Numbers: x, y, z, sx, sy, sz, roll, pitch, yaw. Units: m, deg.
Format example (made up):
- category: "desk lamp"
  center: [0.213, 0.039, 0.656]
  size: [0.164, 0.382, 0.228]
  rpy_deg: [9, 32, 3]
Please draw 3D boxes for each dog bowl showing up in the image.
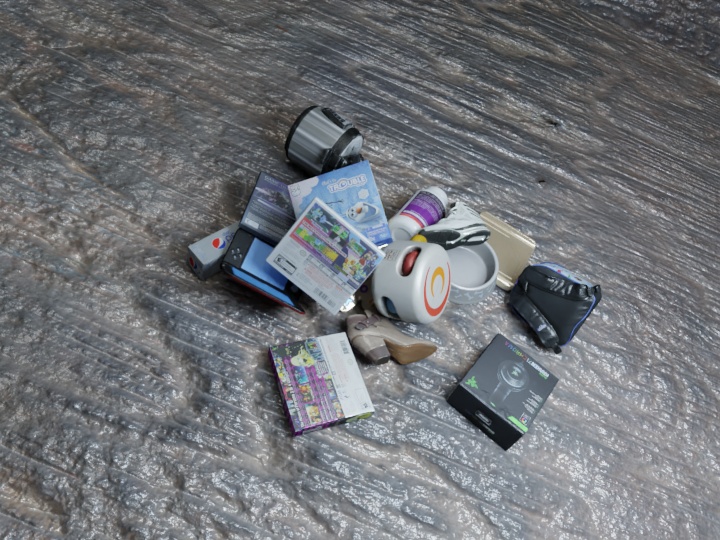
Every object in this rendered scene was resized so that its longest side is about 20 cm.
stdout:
- category: "dog bowl"
  center: [0.267, -0.013, 1.559]
  size: [0.199, 0.059, 0.201]
  rpy_deg: [4, 59, -7]

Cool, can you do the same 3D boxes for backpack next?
- category: "backpack"
  center: [0.483, 0.071, 1.507]
  size: [0.190, 0.201, 0.154]
  rpy_deg: [36, 20, 21]

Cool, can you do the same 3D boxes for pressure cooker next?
- category: "pressure cooker"
  center: [-0.084, -0.331, 1.639]
  size: [0.200, 0.179, 0.176]
  rpy_deg: [34, 64, 11]

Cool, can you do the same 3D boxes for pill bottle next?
- category: "pill bottle"
  center: [0.159, -0.142, 1.608]
  size: [0.112, 0.113, 0.200]
  rpy_deg: [34, 51, 10]

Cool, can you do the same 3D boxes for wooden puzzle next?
- category: "wooden puzzle"
  center: [0.373, -0.054, 1.664]
  size: [0.185, 0.037, 0.200]
  rpy_deg: [33, 56, 9]

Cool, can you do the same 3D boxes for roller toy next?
- category: "roller toy"
  center: [0.114, 0.022, 1.376]
  size: [0.139, 0.201, 0.182]
  rpy_deg: [8, 10, 32]

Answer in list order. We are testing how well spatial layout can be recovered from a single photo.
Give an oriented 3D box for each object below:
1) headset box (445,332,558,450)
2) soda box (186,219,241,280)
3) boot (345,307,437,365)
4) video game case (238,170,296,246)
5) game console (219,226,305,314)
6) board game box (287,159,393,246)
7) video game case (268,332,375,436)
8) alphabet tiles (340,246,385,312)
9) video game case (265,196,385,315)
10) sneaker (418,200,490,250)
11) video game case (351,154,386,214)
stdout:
- category: "headset box"
  center: [0.316, 0.274, 1.351]
  size: [0.174, 0.093, 0.200]
  rpy_deg: [39, 52, 14]
- category: "soda box"
  center: [-0.310, -0.059, 1.420]
  size: [0.200, 0.068, 0.063]
  rpy_deg: [-34, 71, -34]
- category: "boot"
  center: [0.065, 0.146, 1.390]
  size: [0.199, 0.070, 0.146]
  rpy_deg: [-2, 42, -33]
- category: "video game case"
  center: [-0.204, -0.144, 1.456]
  size: [0.142, 0.019, 0.201]
  rpy_deg: [28, 43, -18]
- category: "game console"
  center: [-0.200, -0.004, 1.342]
  size: [0.199, 0.119, 0.173]
  rpy_deg: [30, 60, -19]
- category: "board game box"
  center: [-0.048, -0.130, 1.374]
  size: [0.199, 0.043, 0.200]
  rpy_deg: [-18, 73, 4]
- category: "video game case"
  center: [-0.086, 0.238, 1.284]
  size: [0.180, 0.036, 0.201]
  rpy_deg: [-9, 57, -24]
- category: "alphabet tiles"
  center: [0.000, 0.000, 1.446]
  size: [0.195, 0.015, 0.200]
  rpy_deg: [-36, 93, -13]
- category: "video game case"
  center: [-0.077, -0.029, 1.320]
  size: [0.200, 0.182, 0.023]
  rpy_deg: [39, 12, -7]
- category: "sneaker"
  center: [0.227, -0.118, 1.548]
  size: [0.199, 0.076, 0.116]
  rpy_deg: [-4, 52, -20]
- category: "video game case"
  center: [0.018, -0.175, 1.534]
  size: [0.025, 0.181, 0.200]
  rpy_deg: [-19, 32, 17]
